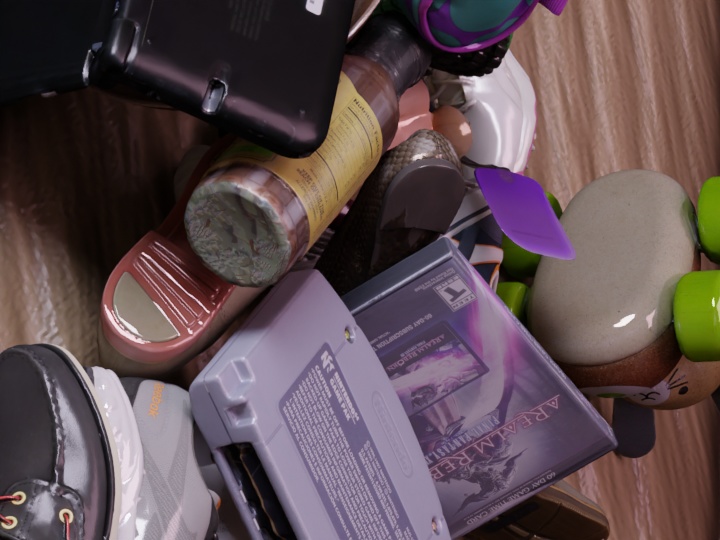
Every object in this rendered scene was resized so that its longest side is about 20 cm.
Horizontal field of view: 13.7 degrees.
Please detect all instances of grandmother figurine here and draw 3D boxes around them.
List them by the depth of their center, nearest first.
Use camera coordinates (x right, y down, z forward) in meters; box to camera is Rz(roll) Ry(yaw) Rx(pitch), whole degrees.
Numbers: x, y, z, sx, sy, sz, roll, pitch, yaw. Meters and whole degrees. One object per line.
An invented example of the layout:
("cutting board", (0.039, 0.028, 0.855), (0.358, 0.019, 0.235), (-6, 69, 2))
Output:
("grandmother figurine", (-0.031, -0.065, 1.649), (0.200, 0.121, 0.061), (-25, 142, -47))

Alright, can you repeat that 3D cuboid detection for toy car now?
("toy car", (0.182, 0.052, 1.876), (0.158, 0.163, 0.201), (-71, 147, -41))

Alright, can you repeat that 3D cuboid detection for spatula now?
("spatula", (0.059, -0.071, 1.747), (0.056, 0.021, 0.200), (10, 27, -40))

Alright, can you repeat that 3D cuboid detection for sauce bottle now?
("sauce bottle", (-0.021, -0.067, 1.513), (0.065, 0.064, 0.200), (63, 36, -19))

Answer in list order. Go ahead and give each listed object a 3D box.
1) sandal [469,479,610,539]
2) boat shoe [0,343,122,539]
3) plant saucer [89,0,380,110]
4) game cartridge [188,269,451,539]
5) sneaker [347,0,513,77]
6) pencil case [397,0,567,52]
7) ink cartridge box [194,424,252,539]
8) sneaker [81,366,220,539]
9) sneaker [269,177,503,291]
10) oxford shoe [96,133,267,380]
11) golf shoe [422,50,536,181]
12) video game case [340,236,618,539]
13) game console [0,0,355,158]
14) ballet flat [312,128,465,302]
("sandal", (0.079, 0.118, 1.760), (0.200, 0.080, 0.054), (36, 34, -47))
("boat shoe", (-0.157, 0.128, 1.394), (0.063, 0.073, 0.203), (23, 61, -54))
("plant saucer", (-0.070, -0.154, 1.538), (0.037, 0.199, 0.201), (66, 28, -52))
("game cartridge", (-0.013, 0.108, 1.529), (0.133, 0.041, 0.201), (-47, 119, -50))
("sneaker", (0.038, -0.161, 1.697), (0.078, 0.200, 0.086), (21, 88, -18))
("pencil case", (0.032, -0.212, 1.591), (0.092, 0.085, 0.201), (-3, 53, -34))
("ink cartridge box", (-0.046, 0.171, 1.552), (0.116, 0.066, 0.201), (29, 54, -49))
("sneaker", (-0.102, 0.145, 1.450), (0.079, 0.074, 0.201), (4, 73, -25))
("sneaker", (0.023, 0.005, 1.710), (0.200, 0.078, 0.080), (-22, 106, -51))
("oxford shoe", (-0.071, -0.013, 1.543), (0.071, 0.074, 0.200), (42, 55, 10))
("golf shoe", (0.055, -0.133, 1.828), (0.091, 0.075, 0.201), (19, 56, -41))
("video game case", (0.036, 0.076, 1.638), (0.200, 0.142, 0.019), (48, 17, -42))
("game console", (-0.101, -0.145, 1.484), (0.175, 0.116, 0.201), (23, 55, -19))
("ballet flat", (0.000, 0.000, 1.600), (0.067, 0.201, 0.047), (5, 43, -26))
